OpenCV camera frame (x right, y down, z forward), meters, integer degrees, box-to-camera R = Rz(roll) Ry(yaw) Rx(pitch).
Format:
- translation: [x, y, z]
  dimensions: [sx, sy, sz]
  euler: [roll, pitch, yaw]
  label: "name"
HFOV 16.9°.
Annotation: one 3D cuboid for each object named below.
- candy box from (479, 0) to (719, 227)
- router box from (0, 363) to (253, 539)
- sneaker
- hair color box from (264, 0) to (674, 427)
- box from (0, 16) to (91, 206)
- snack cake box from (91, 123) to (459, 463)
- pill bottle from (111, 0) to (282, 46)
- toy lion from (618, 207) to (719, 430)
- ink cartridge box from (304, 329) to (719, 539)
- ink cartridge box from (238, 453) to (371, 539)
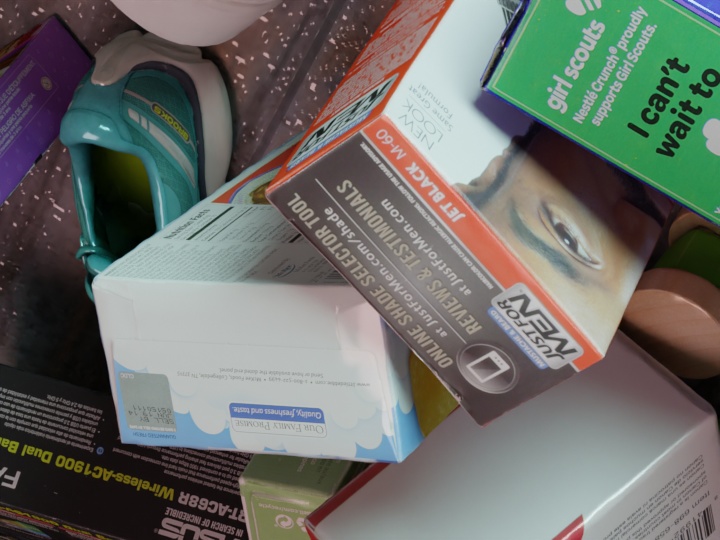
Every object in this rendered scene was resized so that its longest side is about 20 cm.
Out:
- translation: [0.161, -0.075, 0.798]
  dimensions: [0.200, 0.169, 0.077]
  euler: [29, 130, 4]
  label: "candy box"
- translation: [-0.112, 0.100, 1.106]
  dimensions: [0.199, 0.062, 0.150]
  euler: [14, 166, 16]
  label: "router box"
- translation: [-0.094, -0.006, 1.048]
  dimensions: [0.077, 0.080, 0.201]
  euler: [7, 129, 23]
  label: "sneaker"
- translation: [0.057, -0.053, 0.847]
  dimensions: [0.111, 0.200, 0.064]
  euler: [47, 130, -14]
  label: "hair color box"
- translation: [-0.214, -0.024, 1.057]
  dimensions: [0.200, 0.137, 0.039]
  euler: [-25, 112, 39]
  label: "box"
- translation: [0.000, 0.000, 0.916]
  dimensions: [0.115, 0.200, 0.067]
  euler: [1, 111, 26]
  label: "snack cake box"
- translation: [-0.012, -0.164, 0.854]
  dimensions: [0.114, 0.114, 0.200]
  euler: [46, 132, -12]
  label: "pill bottle"
- translation: [0.189, 0.082, 0.987]
  dimensions: [0.199, 0.069, 0.192]
  euler: [28, 144, 11]
  label: "toy lion"
- translation: [0.075, 0.130, 0.978]
  dimensions: [0.084, 0.144, 0.200]
  euler: [42, 163, 35]
  label: "ink cartridge box"
- translation: [0.002, 0.122, 1.054]
  dimensions: [0.048, 0.146, 0.201]
  euler: [8, 129, 19]
  label: "ink cartridge box"
